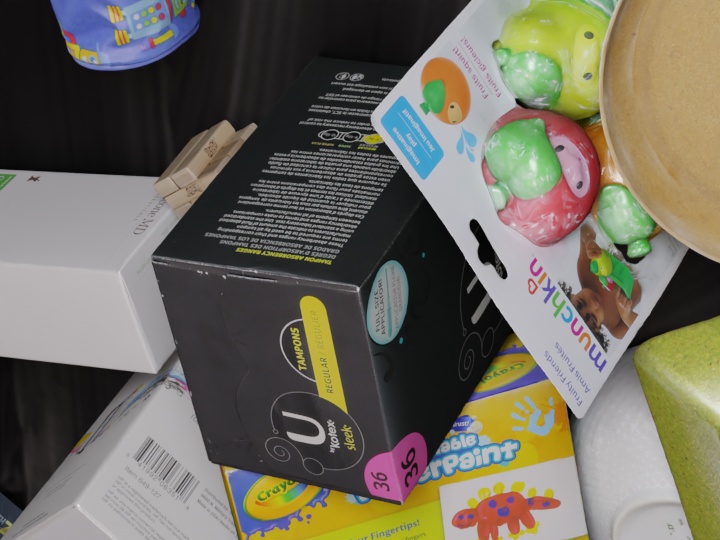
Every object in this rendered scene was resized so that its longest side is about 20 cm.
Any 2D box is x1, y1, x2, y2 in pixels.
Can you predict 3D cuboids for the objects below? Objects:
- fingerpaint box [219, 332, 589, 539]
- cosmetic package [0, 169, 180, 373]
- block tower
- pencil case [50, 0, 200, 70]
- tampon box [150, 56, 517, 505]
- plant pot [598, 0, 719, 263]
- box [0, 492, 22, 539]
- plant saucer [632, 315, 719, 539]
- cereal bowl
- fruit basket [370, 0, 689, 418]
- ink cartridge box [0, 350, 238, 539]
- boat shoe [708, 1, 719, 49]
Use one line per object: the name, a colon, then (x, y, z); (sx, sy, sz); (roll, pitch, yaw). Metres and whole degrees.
fingerpaint box: (0.027, 0.145, 1.137); (0.200, 0.073, 0.167); (-16, 114, -7)
cosmetic package: (-0.198, -0.003, 1.253); (0.200, 0.108, 0.085); (2, 127, 29)
block tower: (-0.039, 0.001, 1.193); (0.054, 0.058, 0.200); (-24, 113, 44)
pencil case: (-0.155, -0.210, 1.064); (0.087, 0.078, 0.200); (4, 129, 29)
tampon box: (0.000, 0.000, 1.061); (0.126, 0.200, 0.150); (9, 131, 26)
plant pot: (0.210, -0.092, 0.891); (0.200, 0.027, 0.200); (1, 114, 3)
box: (-0.324, 0.236, 1.583); (0.200, 0.051, 0.158); (42, 137, -8)
plant saucer: (0.267, 0.100, 1.025); (0.200, 0.048, 0.200); (-18, 120, 8)
cereal bowl: (0.206, 0.141, 1.143); (0.200, 0.083, 0.200); (18, 135, 19)
fruit basket: (0.108, -0.061, 0.941); (0.094, 0.200, 0.185); (-18, 116, 42)
ink cartridge box: (-0.115, 0.152, 1.268); (0.147, 0.200, 0.145); (44, 139, -10)
boat shoe: (0.223, -0.089, 0.945); (0.065, 0.072, 0.200); (-21, 109, 21)
